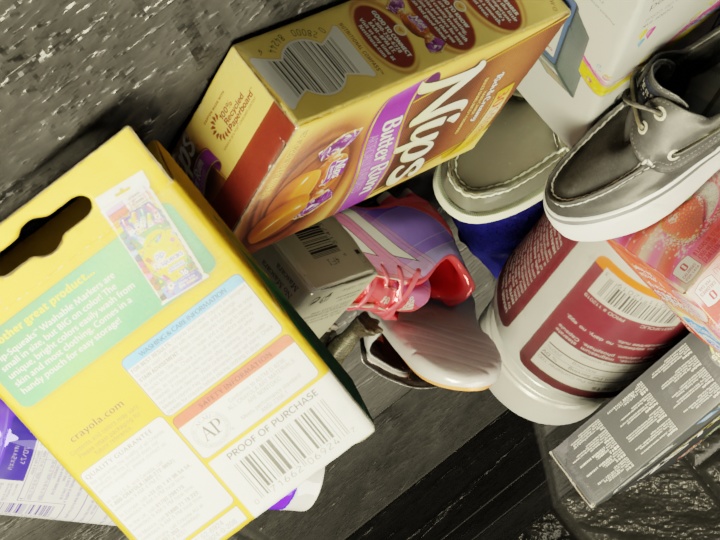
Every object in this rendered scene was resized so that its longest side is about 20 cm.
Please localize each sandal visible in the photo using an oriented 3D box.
[{"bbox_3d":[0.035,0.048,1.399,0.207,0.078,0.060,-113,-148,-69],"label":"sandal"}]

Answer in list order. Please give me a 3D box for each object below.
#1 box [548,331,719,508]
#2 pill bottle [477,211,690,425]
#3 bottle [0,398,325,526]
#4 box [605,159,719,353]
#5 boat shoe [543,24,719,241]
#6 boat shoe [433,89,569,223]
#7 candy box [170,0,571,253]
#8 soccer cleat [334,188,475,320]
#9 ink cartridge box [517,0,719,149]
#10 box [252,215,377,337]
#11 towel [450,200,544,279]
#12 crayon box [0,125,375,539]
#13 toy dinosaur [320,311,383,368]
[{"bbox_3d":[0.222,0.053,1.355,0.200,0.049,0.161,-43,165,23],"label":"box"},{"bbox_3d":[0.148,0.008,1.360,0.114,0.114,0.200,-29,165,-33],"label":"pill bottle"},{"bbox_3d":[-0.116,0.088,1.139,0.198,0.066,0.084,8,129,-24],"label":"bottle"},{"bbox_3d":[0.239,-0.050,1.199,0.200,0.095,0.103,-48,123,-1],"label":"box"},{"bbox_3d":[0.169,-0.086,1.154,0.199,0.070,0.066,-28,138,24],"label":"boat shoe"},{"bbox_3d":[0.120,-0.107,1.308,0.201,0.072,0.060,-41,168,-17],"label":"boat shoe"},{"bbox_3d":[0.002,-0.083,1.113,0.199,0.057,0.117,-28,162,-40],"label":"candy box"},{"bbox_3d":[0.000,0.000,1.318,0.067,0.077,0.200,-48,165,27],"label":"soccer cleat"},{"bbox_3d":[0.156,-0.167,1.177,0.145,0.088,0.200,-34,167,-17],"label":"ink cartridge box"},{"bbox_3d":[-0.087,0.039,1.219,0.200,0.082,0.068,-49,163,29],"label":"box"},{"bbox_3d":[0.165,-0.034,1.446,0.198,0.050,0.148,-10,159,22],"label":"towel"},{"bbox_3d":[-0.100,0.033,1.045,0.125,0.200,0.052,-36,-151,3],"label":"crayon box"},{"bbox_3d":[-0.052,0.055,1.362,0.103,0.077,0.200,-57,162,27],"label":"toy dinosaur"}]
